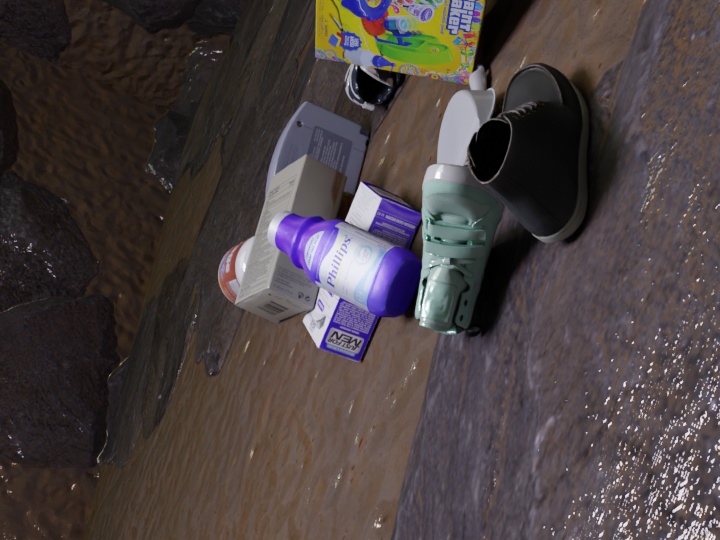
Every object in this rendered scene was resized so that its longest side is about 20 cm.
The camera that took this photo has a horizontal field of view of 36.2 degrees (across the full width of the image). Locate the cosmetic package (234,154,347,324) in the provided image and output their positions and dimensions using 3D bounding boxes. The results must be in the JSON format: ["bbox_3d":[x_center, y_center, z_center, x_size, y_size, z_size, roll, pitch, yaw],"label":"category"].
[{"bbox_3d":[-0.091,-0.040,1.457,0.105,0.071,0.201,-23,47,55],"label":"cosmetic package"}]

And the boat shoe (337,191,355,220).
[{"bbox_3d":[-0.043,-0.017,1.514,0.072,0.068,0.201,-39,36,57],"label":"boat shoe"}]

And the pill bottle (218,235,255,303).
[{"bbox_3d":[-0.156,-0.001,1.778,0.200,0.112,0.113,-17,54,69],"label":"pill bottle"}]

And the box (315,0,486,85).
[{"bbox_3d":[0.054,-0.339,1.255,0.200,0.191,0.123,94,-172,-57],"label":"box"}]

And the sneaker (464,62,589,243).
[{"bbox_3d":[0.144,-0.130,0.965,0.075,0.106,0.201,-31,42,31],"label":"sneaker"}]

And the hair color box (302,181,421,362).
[{"bbox_3d":[0.000,0.000,1.372,0.201,0.065,0.109,-65,18,9],"label":"hair color box"}]

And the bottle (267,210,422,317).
[{"bbox_3d":[-0.024,-0.016,1.282,0.199,0.065,0.084,27,99,34],"label":"bottle"}]

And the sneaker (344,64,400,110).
[{"bbox_3d":[0.034,-0.325,1.609,0.200,0.079,0.130,-63,20,22],"label":"sneaker"}]

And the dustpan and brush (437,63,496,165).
[{"bbox_3d":[0.122,-0.167,1.215,0.140,0.057,0.201,110,162,-46],"label":"dustpan and brush"}]

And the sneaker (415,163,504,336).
[{"bbox_3d":[0.087,-0.010,1.005,0.201,0.073,0.119,72,-149,-64],"label":"sneaker"}]

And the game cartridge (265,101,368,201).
[{"bbox_3d":[-0.068,-0.142,1.626,0.040,0.133,0.201,-21,50,58],"label":"game cartridge"}]
